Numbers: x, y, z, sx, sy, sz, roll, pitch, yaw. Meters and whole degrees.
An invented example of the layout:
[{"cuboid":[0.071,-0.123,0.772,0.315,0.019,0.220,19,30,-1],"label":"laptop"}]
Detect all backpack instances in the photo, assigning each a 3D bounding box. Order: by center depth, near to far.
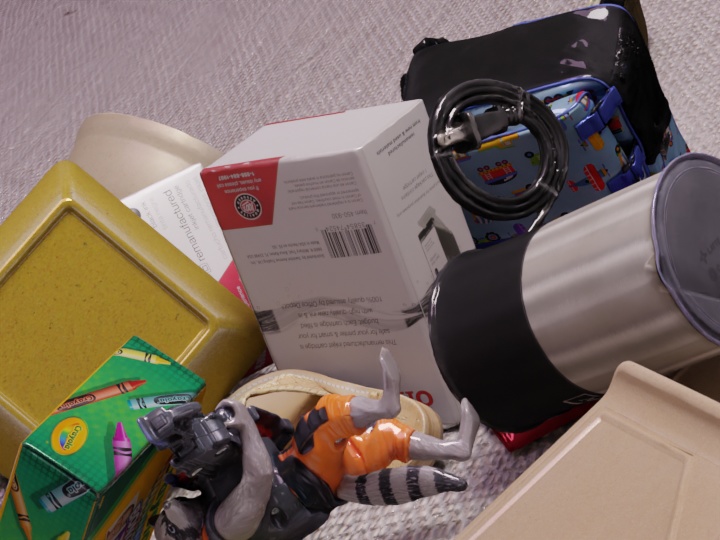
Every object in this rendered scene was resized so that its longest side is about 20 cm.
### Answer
[{"cuboid":[0.135,-0.069,1.581,0.181,0.201,0.135,-11,43,24],"label":"backpack"}]

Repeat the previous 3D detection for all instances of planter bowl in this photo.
[{"cuboid":[-0.160,-0.010,1.775,0.199,0.200,0.135,3,60,50],"label":"planter bowl"}]

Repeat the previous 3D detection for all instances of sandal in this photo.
[{"cuboid":[-0.046,0.095,1.482,0.211,0.069,0.078,1,72,43],"label":"sandal"}]

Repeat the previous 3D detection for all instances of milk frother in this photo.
[{"cuboid":[0.137,-0.033,1.355,0.187,0.201,0.180,-24,11,43],"label":"milk frother"}]

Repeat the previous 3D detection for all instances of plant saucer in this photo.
[{"cuboid":[-0.192,0.049,1.552,0.200,0.200,0.048,-50,-5,-15],"label":"plant saucer"}]

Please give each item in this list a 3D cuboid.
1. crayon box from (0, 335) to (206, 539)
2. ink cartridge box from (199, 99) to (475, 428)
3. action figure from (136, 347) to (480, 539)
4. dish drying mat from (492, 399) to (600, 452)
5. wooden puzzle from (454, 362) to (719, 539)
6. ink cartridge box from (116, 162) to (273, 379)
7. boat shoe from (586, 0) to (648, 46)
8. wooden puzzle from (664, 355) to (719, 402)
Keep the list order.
[{"cuboid":[-0.168,0.149,1.363,0.058,0.201,0.119,32,42,10],"label":"crayon box"},{"cuboid":[0.000,0.000,1.521,0.146,0.201,0.083,-5,24,40],"label":"ink cartridge box"},{"cuboid":[-0.045,0.118,1.309,0.193,0.105,0.200,-29,-17,18],"label":"action figure"},{"cuboid":[0.171,0.056,1.456,0.199,0.018,0.077,-25,21,-7],"label":"dish drying mat"},{"cuboid":[0.121,0.148,1.185,0.200,0.037,0.185,-47,24,-8],"label":"wooden puzzle"},{"cuboid":[-0.172,0.036,1.627,0.199,0.146,0.083,-27,-9,-11],"label":"ink cartridge box"},{"cuboid":[0.203,-0.190,1.958,0.063,0.074,0.201,-9,32,23],"label":"boat shoe"},{"cuboid":[0.208,0.099,1.281,0.185,0.037,0.199,-41,21,-29],"label":"wooden puzzle"}]
